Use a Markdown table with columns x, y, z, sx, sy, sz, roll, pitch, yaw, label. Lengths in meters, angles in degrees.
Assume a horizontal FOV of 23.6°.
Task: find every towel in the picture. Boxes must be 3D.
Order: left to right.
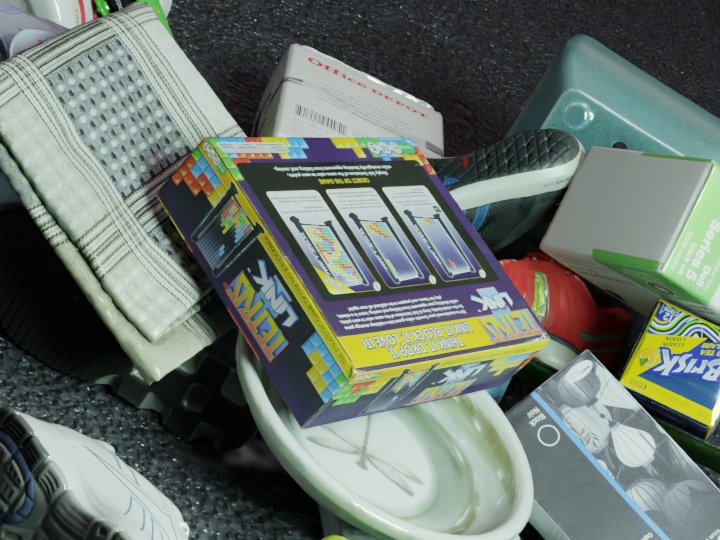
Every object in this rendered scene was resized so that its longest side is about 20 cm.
| x | y | z | sx | sy | sz | roll | pitch | yaw | label |
| --- | --- | --- | --- | --- | --- | --- | --- | --- | --- |
| -0.119 | -0.052 | 0.993 | 0.200 | 0.035 | 0.193 | 57 | 31 | -5 | towel |

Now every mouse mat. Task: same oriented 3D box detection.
| x | y | z | sx | sy | sz | roll | pitch | yaw | label |
| --- | --- | --- | --- | --- | --- | --- | --- | --- | --- |
| 0.193 | 0.105 | 1.197 | 0.200 | 0.008 | 0.161 | 25 | -6 | 7 | mouse mat |

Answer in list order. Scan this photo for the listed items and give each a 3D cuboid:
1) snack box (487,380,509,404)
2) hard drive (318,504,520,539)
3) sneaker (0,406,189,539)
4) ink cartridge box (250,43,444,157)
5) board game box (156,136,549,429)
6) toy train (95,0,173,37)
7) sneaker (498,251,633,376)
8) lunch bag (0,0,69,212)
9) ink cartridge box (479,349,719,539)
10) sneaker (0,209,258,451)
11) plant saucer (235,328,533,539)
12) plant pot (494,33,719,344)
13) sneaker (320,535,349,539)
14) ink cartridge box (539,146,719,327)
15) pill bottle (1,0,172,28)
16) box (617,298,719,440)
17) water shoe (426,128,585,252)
| x | y | z | sx | sy | sz | roll | pitch | yaw | label |
| --- | --- | --- | --- | --- | --- | --- | --- | --- | --- |
| -0.002 | 0.028 | 1.177 | 0.200 | 0.037 | 0.116 | 38 | 21 | 33 | snack box |
| 0.034 | 0.143 | 1.045 | 0.132 | 0.026 | 0.200 | 20 | 26 | -20 | hard drive |
| -0.114 | 0.138 | 0.844 | 0.087 | 0.075 | 0.200 | 8 | 32 | -47 | sneaker |
| -0.013 | -0.086 | 1.359 | 0.145 | 0.085 | 0.200 | 25 | 27 | -10 | ink cartridge box |
| 0.000 | 0.000 | 1.007 | 0.200 | 0.057 | 0.166 | -5 | 57 | -52 | board game box |
| -0.140 | -0.123 | 1.251 | 0.200 | 0.042 | 0.056 | 69 | 17 | 8 | toy train |
| 0.114 | 0.013 | 1.213 | 0.200 | 0.085 | 0.077 | 32 | -6 | -32 | sneaker |
| -0.182 | -0.085 | 1.087 | 0.169 | 0.127 | 0.200 | 20 | 17 | -38 | lunch bag |
| 0.170 | 0.153 | 1.064 | 0.099 | 0.039 | 0.200 | -36 | 72 | -21 | ink cartridge box |
| -0.140 | 0.026 | 1.030 | 0.200 | 0.074 | 0.089 | 37 | 24 | -7 | sneaker |
| 0.006 | 0.096 | 0.997 | 0.200 | 0.050 | 0.200 | 28 | 29 | -17 | plant saucer |
| 0.190 | -0.062 | 1.340 | 0.196 | 0.196 | 0.200 | 33 | 9 | 8 | plant pot |
| 0.037 | 0.216 | 0.879 | 0.200 | 0.074 | 0.084 | 40 | 2 | 28 | sneaker |
| 0.245 | 0.003 | 1.154 | 0.200 | 0.084 | 0.145 | 30 | -7 | -26 | ink cartridge box |
| -0.226 | -0.205 | 1.320 | 0.112 | 0.112 | 0.200 | 34 | 25 | 10 | pill bottle |
| 0.220 | 0.077 | 1.183 | 0.070 | 0.064 | 0.200 | 25 | -7 | 13 | box |
| 0.069 | -0.038 | 1.225 | 0.072 | 0.200 | 0.079 | -80 | 153 | -51 | water shoe |
